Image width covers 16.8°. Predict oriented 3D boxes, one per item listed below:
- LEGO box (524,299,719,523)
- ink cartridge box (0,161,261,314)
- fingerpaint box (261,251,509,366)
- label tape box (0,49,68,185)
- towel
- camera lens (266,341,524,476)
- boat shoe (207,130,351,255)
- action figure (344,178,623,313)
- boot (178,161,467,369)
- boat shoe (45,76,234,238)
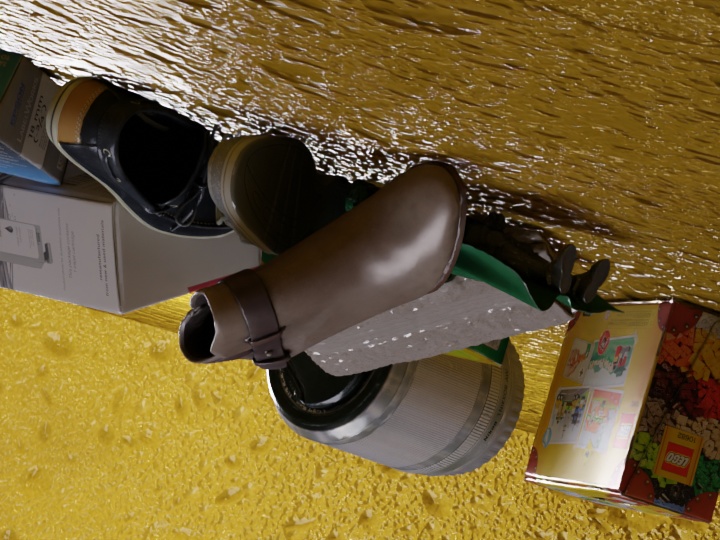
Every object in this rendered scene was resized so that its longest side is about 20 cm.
[{"bbox_3d":[0.211,0.104,1.842,0.077,0.149,0.200,18,174,-16],"label":"LEGO box"},{"bbox_3d":[-0.190,-0.038,1.725,0.200,0.083,0.146,11,-160,39],"label":"ink cartridge box"},{"bbox_3d":[0.000,0.000,1.827,0.167,0.074,0.200,11,170,37],"label":"fingerpaint box"},{"bbox_3d":[-0.278,-0.118,1.566,0.144,0.063,0.200,14,174,12],"label":"label tape box"},{"bbox_3d":[0.047,0.026,1.684,0.200,0.035,0.133,-15,154,14],"label":"towel"},{"bbox_3d":[0.029,0.089,2.129,0.160,0.160,0.200,11,171,42],"label":"camera lens"},{"bbox_3d":[-0.061,-0.048,1.585,0.065,0.075,0.202,10,179,18],"label":"boat shoe"},{"bbox_3d":[0.064,-0.021,1.571,0.200,0.055,0.118,21,179,37],"label":"action figure"},{"bbox_3d":[-0.029,0.005,1.503,0.146,0.070,0.200,-16,159,-25],"label":"boot"},{"bbox_3d":[-0.124,-0.066,1.584,0.062,0.075,0.200,20,171,35],"label":"boat shoe"}]
